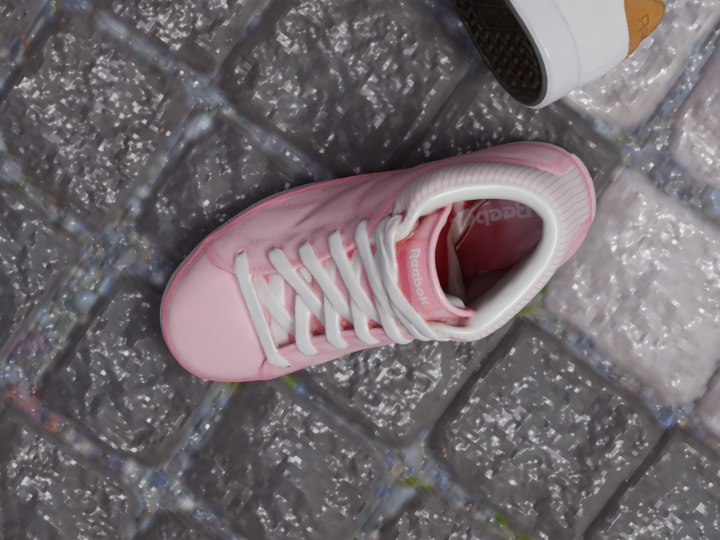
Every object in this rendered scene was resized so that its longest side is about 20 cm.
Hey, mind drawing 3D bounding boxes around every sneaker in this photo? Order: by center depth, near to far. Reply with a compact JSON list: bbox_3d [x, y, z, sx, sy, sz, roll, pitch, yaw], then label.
[{"bbox_3d":[0.056,-0.170,0.900,0.085,0.073,0.200,-28,89,-20],"label":"sneaker"},{"bbox_3d":[0.000,0.000,0.906,0.200,0.105,0.076,-19,98,11],"label":"sneaker"}]
